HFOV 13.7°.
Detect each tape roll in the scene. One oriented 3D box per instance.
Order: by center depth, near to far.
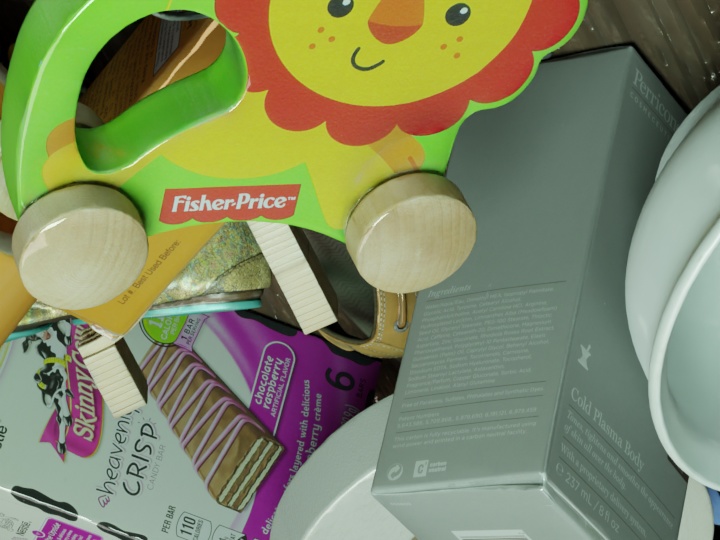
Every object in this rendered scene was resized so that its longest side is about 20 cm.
[{"bbox_3d":[0.059,0.123,1.335,0.201,0.037,0.204,-9,135,-9],"label":"tape roll"}]

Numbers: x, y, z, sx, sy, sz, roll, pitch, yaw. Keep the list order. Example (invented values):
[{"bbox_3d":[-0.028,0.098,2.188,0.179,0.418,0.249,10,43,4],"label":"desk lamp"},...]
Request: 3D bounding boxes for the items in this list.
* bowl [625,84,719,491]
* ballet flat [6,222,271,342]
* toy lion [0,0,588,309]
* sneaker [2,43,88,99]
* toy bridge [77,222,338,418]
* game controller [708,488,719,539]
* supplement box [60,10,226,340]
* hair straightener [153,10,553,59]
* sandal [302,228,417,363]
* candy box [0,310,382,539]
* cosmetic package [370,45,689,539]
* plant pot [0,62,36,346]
[{"bbox_3d":[0.173,-0.018,1.131,0.200,0.090,0.202,-20,136,-20],"label":"bowl"},{"bbox_3d":[-0.140,0.001,1.334,0.199,0.071,0.071,-11,146,4],"label":"ballet flat"},{"bbox_3d":[-0.020,-0.082,1.025,0.199,0.069,0.192,-3,131,-21],"label":"toy lion"},{"bbox_3d":[-0.195,-0.055,1.311,0.199,0.078,0.082,-15,131,30],"label":"sneaker"},{"bbox_3d":[-0.030,-0.007,1.257,0.199,0.027,0.067,-24,110,10],"label":"toy bridge"},{"bbox_3d":[0.136,0.080,1.398,0.104,0.042,0.200,1,146,23],"label":"game controller"},{"bbox_3d":[-0.070,-0.060,1.185,0.066,0.069,0.200,27,128,-22],"label":"supplement box"},{"bbox_3d":[-0.007,-0.100,1.069,0.199,0.077,0.041,8,-160,-40],"label":"hair straightener"},{"bbox_3d":[0.000,0.000,1.302,0.081,0.055,0.200,-15,132,39],"label":"sandal"},{"bbox_3d":[-0.102,0.076,1.408,0.199,0.137,0.061,20,148,-9],"label":"candy box"},{"bbox_3d":[0.080,0.024,1.177,0.090,0.201,0.107,-6,146,35],"label":"cosmetic package"},{"bbox_3d":[-0.213,-0.003,1.154,0.183,0.201,0.200,-37,126,22],"label":"plant pot"}]
